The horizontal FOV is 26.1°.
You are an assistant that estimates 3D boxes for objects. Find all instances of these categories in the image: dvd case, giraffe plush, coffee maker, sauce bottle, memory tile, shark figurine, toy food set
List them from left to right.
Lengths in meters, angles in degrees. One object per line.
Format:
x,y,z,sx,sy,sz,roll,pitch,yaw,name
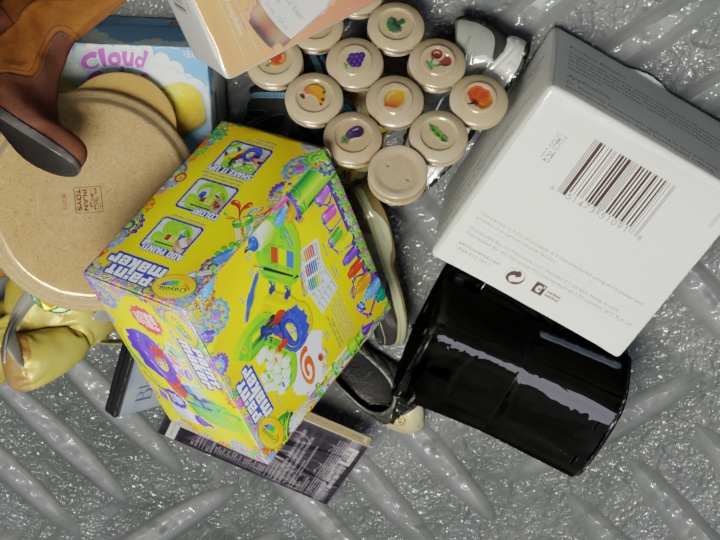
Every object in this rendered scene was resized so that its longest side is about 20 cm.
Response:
-0.316,0.010,1.503,0.200,0.173,0.162,-14,109,10,giraffe plush
-0.239,-0.063,1.354,0.198,0.049,0.200,-21,97,-8,toy food set
-0.241,0.009,1.428,0.214,0.089,0.128,-14,94,-26,shark figurine
-0.140,0.053,1.421,0.018,0.200,0.143,33,117,31,dvd case
-0.103,0.169,1.604,0.200,0.016,0.149,23,144,-5,dvd case
-0.013,-0.109,1.421,0.066,0.066,0.200,18,123,-1,sauce bottle
0.013,-0.159,1.313,0.200,0.153,0.017,44,163,15,memory tile
0.138,0.109,1.451,0.200,0.192,0.135,24,149,-2,coffee maker

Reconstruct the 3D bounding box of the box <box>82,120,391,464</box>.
-0.097,0.018,1.317,0.122,0.193,0.200,18,146,35,box

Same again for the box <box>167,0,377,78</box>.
-0.066,-0.274,1.256,0.200,0.106,0.152,-30,116,-10,box

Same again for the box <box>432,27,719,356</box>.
0.200,-0.068,1.368,0.199,0.131,0.200,29,122,-8,box

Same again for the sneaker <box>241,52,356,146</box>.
-0.078,-0.122,1.402,0.073,0.082,0.200,4,146,-44,sneaker

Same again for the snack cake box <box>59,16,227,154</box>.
-0.226,-0.169,1.422,0.200,0.067,0.115,3,122,8,snack cake box

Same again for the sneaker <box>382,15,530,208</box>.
0.070,-0.141,1.390,0.079,0.074,0.200,35,115,0,sneaker

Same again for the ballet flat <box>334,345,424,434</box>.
-0.012,0.099,1.550,0.066,0.057,0.200,-37,109,28,ballet flat

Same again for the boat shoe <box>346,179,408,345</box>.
0.000,0.000,1.455,0.066,0.072,0.201,-19,138,-6,boat shoe

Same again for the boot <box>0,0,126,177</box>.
-0.241,-0.191,1.318,0.188,0.200,0.069,36,163,31,boot
